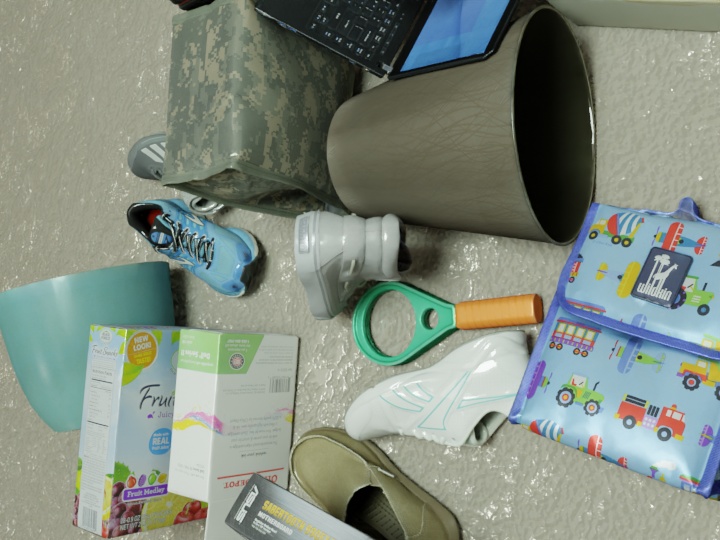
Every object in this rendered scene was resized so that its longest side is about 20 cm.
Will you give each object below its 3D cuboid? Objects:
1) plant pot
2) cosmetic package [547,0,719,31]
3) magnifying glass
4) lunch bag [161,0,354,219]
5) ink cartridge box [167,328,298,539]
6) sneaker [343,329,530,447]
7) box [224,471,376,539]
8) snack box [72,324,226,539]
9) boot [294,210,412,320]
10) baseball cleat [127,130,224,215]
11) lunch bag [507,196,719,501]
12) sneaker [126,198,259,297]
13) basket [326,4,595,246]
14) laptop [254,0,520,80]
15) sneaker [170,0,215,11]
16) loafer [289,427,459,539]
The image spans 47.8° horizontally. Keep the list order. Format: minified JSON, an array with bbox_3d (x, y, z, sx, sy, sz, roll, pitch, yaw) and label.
[{"bbox_3d":[-0.301,0.090,0.932,0.198,0.199,0.164,-15,88,36],"label":"plant pot"},{"bbox_3d":[0.247,-0.238,0.601,0.198,0.073,0.106,15,95,37],"label":"cosmetic package"},{"bbox_3d":[0.072,0.044,0.743,0.197,0.022,0.081,-8,80,37],"label":"magnifying glass"},{"bbox_3d":[-0.080,-0.142,0.771,0.116,0.199,0.167,-7,77,37],"label":"lunch bag"},{"bbox_3d":[-0.130,0.164,0.828,0.066,0.116,0.204,2,86,38],"label":"ink cartridge box"},{"bbox_3d":[0.066,0.122,0.710,0.199,0.070,0.082,-29,71,32],"label":"sneaker"},{"bbox_3d":[-0.002,0.257,0.672,0.157,0.201,0.049,15,61,38],"label":"box"},{"bbox_3d":[-0.208,0.161,0.858,0.067,0.167,0.204,1,87,36],"label":"snack box"},{"bbox_3d":[0.000,0.000,0.732,0.094,0.200,0.075,-1,77,4],"label":"boot"},{"bbox_3d":[-0.207,-0.114,0.941,0.198,0.069,0.108,-10,64,37],"label":"baseball cleat"},{"bbox_3d":[0.220,0.046,0.598,0.149,0.094,0.203,15,82,39],"label":"lunch bag"},{"bbox_3d":[-0.196,-0.027,0.918,0.198,0.089,0.080,26,101,36],"label":"sneaker"},{"bbox_3d":[0.078,-0.106,0.688,0.198,0.135,0.184,-4,89,42],"label":"basket"},{"bbox_3d":[0.039,-0.261,0.666,0.198,0.103,0.179,28,71,0],"label":"laptop"},{"bbox_3d":[-0.116,-0.300,0.748,0.073,0.200,0.088,-6,113,40],"label":"sneaker"},{"bbox_3d":[0.001,0.207,0.753,0.198,0.067,0.077,22,98,37],"label":"loafer"}]
